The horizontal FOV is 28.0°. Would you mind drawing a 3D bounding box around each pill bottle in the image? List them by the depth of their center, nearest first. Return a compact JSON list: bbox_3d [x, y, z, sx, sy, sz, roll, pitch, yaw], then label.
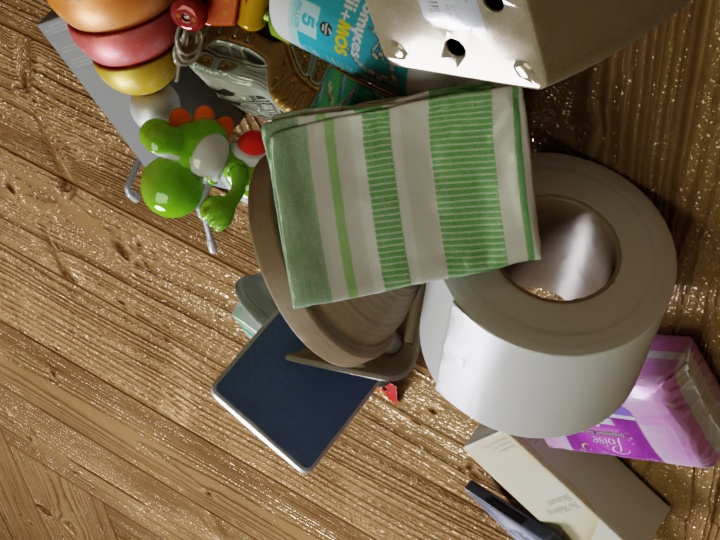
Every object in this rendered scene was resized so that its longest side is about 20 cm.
[{"bbox_3d":[0.034,-0.198,1.151,0.199,0.111,0.111,28,148,19],"label":"pill bottle"}]

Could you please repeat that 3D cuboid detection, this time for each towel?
[{"bbox_3d":[0.034,-0.059,1.096,0.023,0.198,0.154,-110,9,-72],"label":"towel"}]

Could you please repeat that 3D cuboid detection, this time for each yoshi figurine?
[{"bbox_3d":[-0.131,-0.082,1.399,0.199,0.113,0.112,18,158,-29],"label":"yoshi figurine"}]

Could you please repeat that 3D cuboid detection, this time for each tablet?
[{"bbox_3d":[-0.046,0.094,1.456,0.130,0.200,0.014,40,148,0],"label":"tablet"}]

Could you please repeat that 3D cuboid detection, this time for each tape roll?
[{"bbox_3d":[0.154,0.021,1.218,0.202,0.203,0.140,31,149,16],"label":"tape roll"}]

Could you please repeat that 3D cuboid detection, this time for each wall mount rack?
[{"bbox_3d":[-0.160,-0.067,1.592,0.199,0.075,0.173,17,171,37],"label":"wall mount rack"}]

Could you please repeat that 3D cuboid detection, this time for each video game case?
[{"bbox_3d":[0.210,0.316,1.654,0.143,0.019,0.200,46,170,-22],"label":"video game case"}]

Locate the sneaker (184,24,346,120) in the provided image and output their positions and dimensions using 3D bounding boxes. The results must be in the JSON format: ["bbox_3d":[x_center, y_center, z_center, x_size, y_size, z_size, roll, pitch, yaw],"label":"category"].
[{"bbox_3d":[-0.069,-0.174,1.359,0.199,0.076,0.088,28,167,23],"label":"sneaker"}]

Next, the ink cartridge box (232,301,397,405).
[{"bbox_3d":[-0.050,0.103,1.665,0.200,0.050,0.161,37,172,9],"label":"ink cartridge box"}]

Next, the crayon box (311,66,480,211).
[{"bbox_3d":[0.026,-0.113,1.197,0.118,0.059,0.200,24,-172,-12],"label":"crayon box"}]

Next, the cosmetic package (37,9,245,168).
[{"bbox_3d":[-0.221,-0.201,1.466,0.106,0.090,0.200,-2,133,49],"label":"cosmetic package"}]

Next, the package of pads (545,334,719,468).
[{"bbox_3d":[0.247,0.119,1.368,0.199,0.076,0.121,1,131,48],"label":"package of pads"}]

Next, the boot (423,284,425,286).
[{"bbox_3d":[0.080,0.023,1.458,0.199,0.068,0.131,17,150,44],"label":"boot"}]

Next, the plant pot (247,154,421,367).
[{"bbox_3d":[-0.002,-0.026,1.247,0.092,0.201,0.201,-21,118,26],"label":"plant pot"}]

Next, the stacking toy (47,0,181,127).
[{"bbox_3d":[-0.212,-0.213,1.346,0.145,0.146,0.201,15,132,36],"label":"stacking toy"}]

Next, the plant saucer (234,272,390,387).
[{"bbox_3d":[-0.040,0.049,1.560,0.199,0.050,0.200,30,-167,-8],"label":"plant saucer"}]

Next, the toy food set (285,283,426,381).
[{"bbox_3d":[0.000,0.000,1.396,0.143,0.202,0.060,7,171,43],"label":"toy food set"}]

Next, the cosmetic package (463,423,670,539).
[{"bbox_3d":[0.219,0.221,1.543,0.200,0.073,0.104,43,151,-4],"label":"cosmetic package"}]

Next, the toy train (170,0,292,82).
[{"bbox_3d":[-0.101,-0.229,1.276,0.115,0.085,0.201,21,135,6],"label":"toy train"}]

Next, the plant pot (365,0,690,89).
[{"bbox_3d":[0.097,-0.234,0.964,0.199,0.177,0.201,16,143,36],"label":"plant pot"}]
